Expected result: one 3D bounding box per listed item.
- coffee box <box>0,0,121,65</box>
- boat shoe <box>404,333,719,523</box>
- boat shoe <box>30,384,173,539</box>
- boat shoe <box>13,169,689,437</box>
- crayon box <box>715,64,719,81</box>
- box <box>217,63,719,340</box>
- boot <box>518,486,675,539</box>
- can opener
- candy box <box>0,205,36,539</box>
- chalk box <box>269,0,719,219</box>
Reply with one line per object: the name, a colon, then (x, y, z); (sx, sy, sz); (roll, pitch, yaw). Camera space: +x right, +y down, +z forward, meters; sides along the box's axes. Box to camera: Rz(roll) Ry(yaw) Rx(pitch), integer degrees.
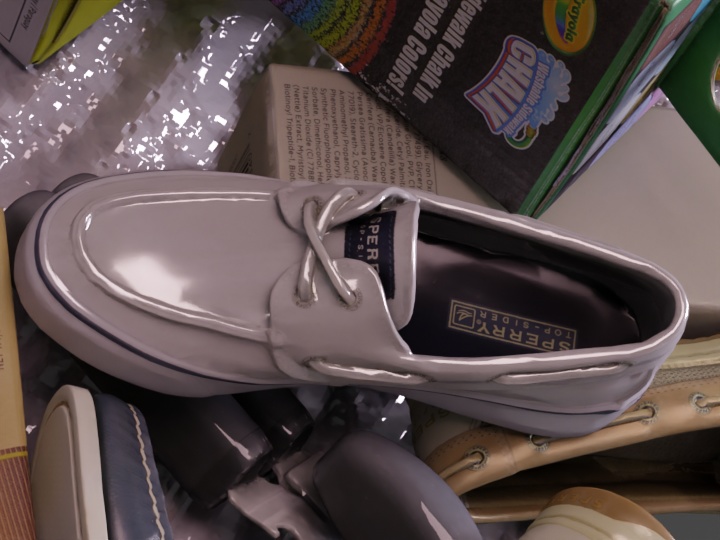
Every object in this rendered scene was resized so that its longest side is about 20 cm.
coffee box: (-0.090, -0.231, 0.912); (0.198, 0.200, 0.200); (43, 57, 6)
boat shoe: (0.113, 0.057, 0.897); (0.200, 0.073, 0.063); (7, 49, -17)
boat shoe: (-0.056, 0.129, 0.802); (0.062, 0.075, 0.201); (-3, 65, -20)
boat shoe: (0.000, 0.000, 0.819); (0.199, 0.065, 0.074); (6, 65, -15)
crayon box: (0.124, -0.136, 1.027); (0.199, 0.052, 0.126); (5, 61, -16)
box: (0.056, -0.011, 0.923); (0.199, 0.068, 0.083); (7, 61, -17)
boot: (0.067, 0.185, 0.795); (0.155, 0.072, 0.201); (-39, 105, -32)
can opener: (-0.033, 0.044, 0.865); (0.200, 0.067, 0.053); (45, 27, 11)
candy box: (-0.152, 0.082, 0.798); (0.115, 0.055, 0.201); (-3, 64, -12)
chalk box: (0.065, -0.112, 0.872); (0.200, 0.125, 0.124); (41, 54, 7)
